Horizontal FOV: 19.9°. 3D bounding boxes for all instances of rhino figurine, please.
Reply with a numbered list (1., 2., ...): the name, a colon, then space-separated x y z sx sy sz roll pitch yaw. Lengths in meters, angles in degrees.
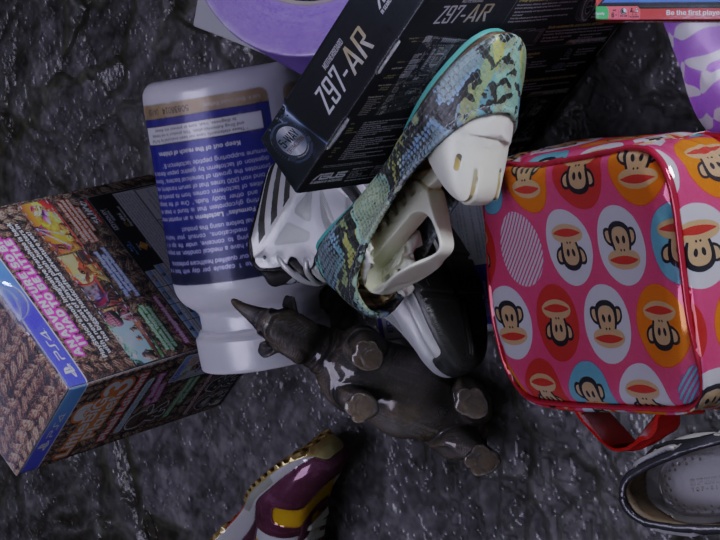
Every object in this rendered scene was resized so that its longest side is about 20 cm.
1. rhino figurine: 0.003 0.067 1.335 0.199 0.087 0.060 27 94 -4

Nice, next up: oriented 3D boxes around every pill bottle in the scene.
1. pill bottle: -0.079 -0.037 1.405 0.115 0.115 0.202 -3 98 43

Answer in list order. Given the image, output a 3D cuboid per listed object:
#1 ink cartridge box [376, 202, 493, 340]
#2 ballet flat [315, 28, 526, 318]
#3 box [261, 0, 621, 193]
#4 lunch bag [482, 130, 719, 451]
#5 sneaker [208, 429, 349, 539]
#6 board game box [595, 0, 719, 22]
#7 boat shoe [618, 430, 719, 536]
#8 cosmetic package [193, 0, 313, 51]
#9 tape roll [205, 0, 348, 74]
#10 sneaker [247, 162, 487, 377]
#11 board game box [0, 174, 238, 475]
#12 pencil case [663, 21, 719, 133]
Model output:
1. ink cartridge box: 0.087 -0.012 1.313 0.199 0.039 0.101 -6 97 42
2. ballet flat: 0.046 -0.048 1.181 0.074 0.074 0.200 51 129 20
3. box: 0.058 -0.122 1.200 0.044 0.199 0.161 54 131 24
4. lunch bag: 0.149 0.014 1.156 0.199 0.081 0.178 2 101 60
5. sneaker: -0.046 0.195 1.472 0.090 0.075 0.200 49 135 12
6. board game box: 0.225 -0.184 1.085 0.198 0.019 0.104 1 91 14
7. boat shoe: 0.239 0.118 1.191 0.199 0.060 0.075 -9 94 43
8. cosmetic package: -0.021 -0.176 1.361 0.199 0.050 0.083 26 116 35
9. tape roll: -0.002 -0.216 1.260 0.198 0.085 0.202 -8 74 28
10. sneaker: 0.000 0.000 1.308 0.115 0.075 0.202 -39 64 29
11. board game box: -0.196 0.034 1.473 0.160 0.199 0.097 51 129 21
12. pencil case: 0.197 -0.158 1.147 0.202 0.083 0.085 70 161 6
